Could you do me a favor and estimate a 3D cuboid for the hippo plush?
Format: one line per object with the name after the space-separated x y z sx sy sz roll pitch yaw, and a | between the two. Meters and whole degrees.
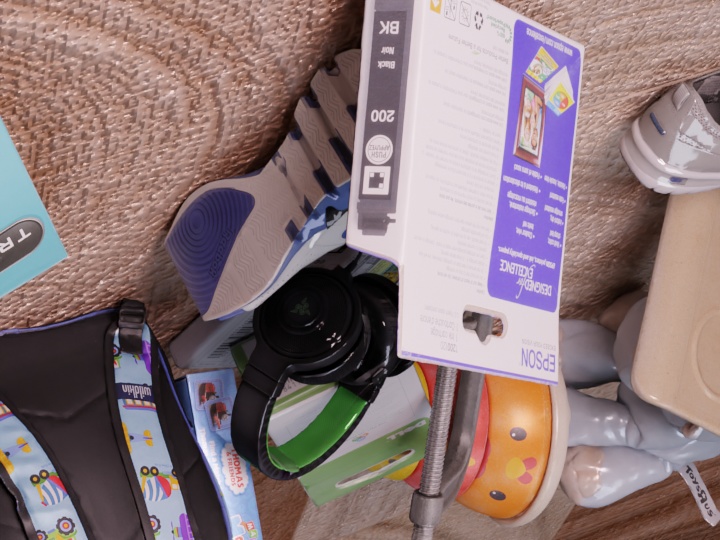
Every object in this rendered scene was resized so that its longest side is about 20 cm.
0.219 0.102 1.784 0.159 0.200 0.161 -42 179 -15 | hippo plush

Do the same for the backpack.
-0.177 0.138 1.441 0.182 0.201 0.135 -13 155 -32 | backpack

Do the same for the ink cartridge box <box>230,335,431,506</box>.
-0.012 0.085 1.630 0.104 0.059 0.200 -26 156 -1 | ink cartridge box

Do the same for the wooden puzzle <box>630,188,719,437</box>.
0.272 0.034 1.691 0.200 0.186 0.046 25 160 -31 | wooden puzzle

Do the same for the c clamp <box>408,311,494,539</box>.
0.061 0.094 1.623 0.027 0.201 0.171 12 -171 17 | c clamp

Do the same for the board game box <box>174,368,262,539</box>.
-0.100 0.169 1.539 0.036 0.201 0.151 -9 175 -21 | board game box

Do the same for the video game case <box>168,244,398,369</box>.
0.000 0.000 1.571 0.182 0.022 0.200 0 145 -48 | video game case

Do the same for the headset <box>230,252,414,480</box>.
-0.002 0.039 1.457 0.123 0.094 0.201 7 110 -60 | headset

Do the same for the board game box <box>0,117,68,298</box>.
-0.231 -0.037 1.098 0.151 0.047 0.200 -32 144 -10 | board game box

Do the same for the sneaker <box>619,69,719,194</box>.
0.265 -0.098 1.575 0.199 0.075 0.082 -14 151 -34 | sneaker

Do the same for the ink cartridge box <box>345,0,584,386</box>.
0.057 -0.044 1.315 0.043 0.201 0.198 1 173 29 | ink cartridge box

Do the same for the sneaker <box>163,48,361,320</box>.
-0.009 -0.042 1.386 0.115 0.081 0.199 5 141 -49 | sneaker

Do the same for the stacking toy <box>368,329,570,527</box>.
0.037 0.110 1.754 0.199 0.147 0.146 3 147 -23 | stacking toy
